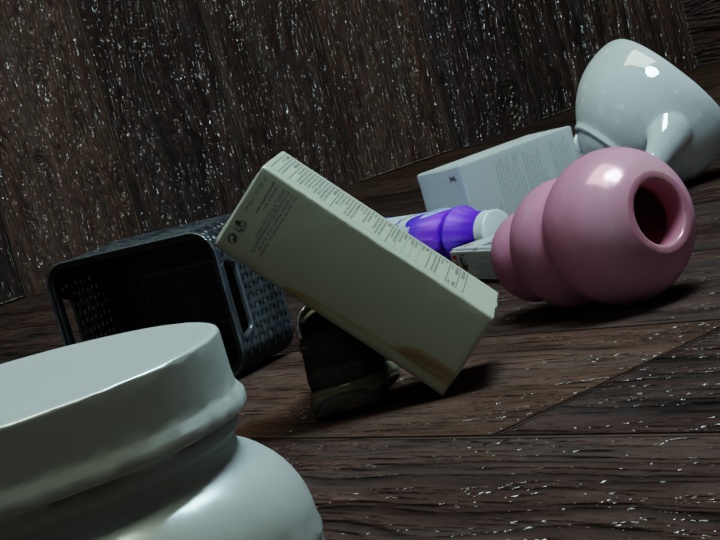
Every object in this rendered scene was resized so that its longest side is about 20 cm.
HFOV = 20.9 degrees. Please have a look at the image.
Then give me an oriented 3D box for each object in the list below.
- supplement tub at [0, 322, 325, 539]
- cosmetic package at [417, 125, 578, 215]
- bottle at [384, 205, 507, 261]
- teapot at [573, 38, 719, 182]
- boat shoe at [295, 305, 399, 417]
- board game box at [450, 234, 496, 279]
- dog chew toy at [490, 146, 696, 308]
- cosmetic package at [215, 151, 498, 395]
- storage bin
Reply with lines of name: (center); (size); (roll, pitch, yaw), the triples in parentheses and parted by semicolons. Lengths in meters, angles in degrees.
supplement tub: (-0.066, 0.127, 0.485); (0.144, 0.202, 0.145); (-15, 6, 2)
cosmetic package: (0.164, -0.088, 2.200); (0.199, 0.102, 0.071); (-21, 8, -43)
bottle: (0.077, -0.031, 2.072); (0.083, 0.066, 0.199); (-20, 7, -40)
teapot: (0.314, -0.159, 2.239); (0.146, 0.197, 0.200); (-51, -27, 0)
boat shoe: (-0.011, 0.057, 1.506); (0.074, 0.074, 0.200); (-15, 7, -1)
board game box: (0.203, -0.035, 1.944); (0.198, 0.035, 0.126); (-18, 6, -20)
dog chew toy: (0.179, -0.025, 1.584); (0.124, 0.126, 0.200); (-20, -1, -34)
cosmetic package: (0.000, 0.000, 1.430); (0.071, 0.199, 0.105); (-57, -1, 11)
storage bin: (-0.177, 0.034, 1.813); (0.199, 0.136, 0.094); (-12, 8, 32)
